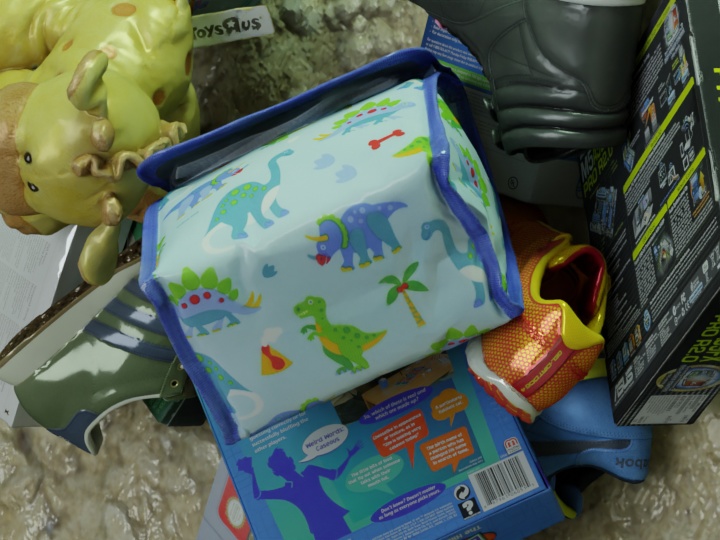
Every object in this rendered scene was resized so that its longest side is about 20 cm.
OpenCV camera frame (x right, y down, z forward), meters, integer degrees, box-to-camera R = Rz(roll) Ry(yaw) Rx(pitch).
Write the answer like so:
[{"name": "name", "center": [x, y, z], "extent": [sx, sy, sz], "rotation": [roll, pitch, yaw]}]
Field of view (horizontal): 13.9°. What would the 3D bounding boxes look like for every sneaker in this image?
[{"name": "sneaker", "center": [0.098, 0.010, 1.519], "extent": [0.077, 0.073, 0.200], "rotation": [-41, 21, 16]}, {"name": "sneaker", "center": [0.072, 0.102, 1.593], "extent": [0.200, 0.066, 0.079], "rotation": [-17, 78, 39]}, {"name": "sneaker", "center": [0.072, -0.109, 1.504], "extent": [0.200, 0.070, 0.100], "rotation": [20, 108, 57]}, {"name": "sneaker", "center": [-0.114, 0.030, 1.708], "extent": [0.200, 0.067, 0.090], "rotation": [-37, 101, 15]}]

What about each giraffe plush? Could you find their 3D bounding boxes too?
[{"name": "giraffe plush", "center": [-0.151, -0.076, 1.606], "extent": [0.199, 0.162, 0.173], "rotation": [-24, 113, 21]}]

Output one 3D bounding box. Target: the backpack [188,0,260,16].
[{"name": "backpack", "center": [-0.128, -0.230, 1.721], "extent": [0.175, 0.153, 0.201], "rotation": [-15, 79, 33]}]

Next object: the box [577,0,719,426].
[{"name": "box", "center": [0.160, -0.032, 1.448], "extent": [0.200, 0.044, 0.161], "rotation": [115, 152, -63]}]

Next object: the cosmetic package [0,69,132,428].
[{"name": "cosmetic package", "center": [-0.188, -0.013, 1.774], "extent": [0.082, 0.051, 0.201], "rotation": [32, 108, 38]}]

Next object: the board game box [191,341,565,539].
[{"name": "board game box", "center": [-0.001, 0.073, 1.544], "extent": [0.152, 0.045, 0.200], "rotation": [-25, 59, 2]}]

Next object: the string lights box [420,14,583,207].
[{"name": "string lights box", "center": [0.094, -0.144, 1.587], "extent": [0.103, 0.059, 0.201], "rotation": [23, 103, 39]}]

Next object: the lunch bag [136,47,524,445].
[{"name": "lunch bag", "center": [-0.018, -0.029, 1.499], "extent": [0.170, 0.200, 0.128], "rotation": [-22, 112, 9]}]

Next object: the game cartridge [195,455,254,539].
[{"name": "game cartridge", "center": [-0.026, 0.138, 1.648], "extent": [0.133, 0.041, 0.200], "rotation": [44, 138, 25]}]

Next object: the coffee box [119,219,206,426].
[{"name": "coffee box", "center": [-0.129, -0.018, 1.786], "extent": [0.200, 0.044, 0.123], "rotation": [50, 118, 30]}]
